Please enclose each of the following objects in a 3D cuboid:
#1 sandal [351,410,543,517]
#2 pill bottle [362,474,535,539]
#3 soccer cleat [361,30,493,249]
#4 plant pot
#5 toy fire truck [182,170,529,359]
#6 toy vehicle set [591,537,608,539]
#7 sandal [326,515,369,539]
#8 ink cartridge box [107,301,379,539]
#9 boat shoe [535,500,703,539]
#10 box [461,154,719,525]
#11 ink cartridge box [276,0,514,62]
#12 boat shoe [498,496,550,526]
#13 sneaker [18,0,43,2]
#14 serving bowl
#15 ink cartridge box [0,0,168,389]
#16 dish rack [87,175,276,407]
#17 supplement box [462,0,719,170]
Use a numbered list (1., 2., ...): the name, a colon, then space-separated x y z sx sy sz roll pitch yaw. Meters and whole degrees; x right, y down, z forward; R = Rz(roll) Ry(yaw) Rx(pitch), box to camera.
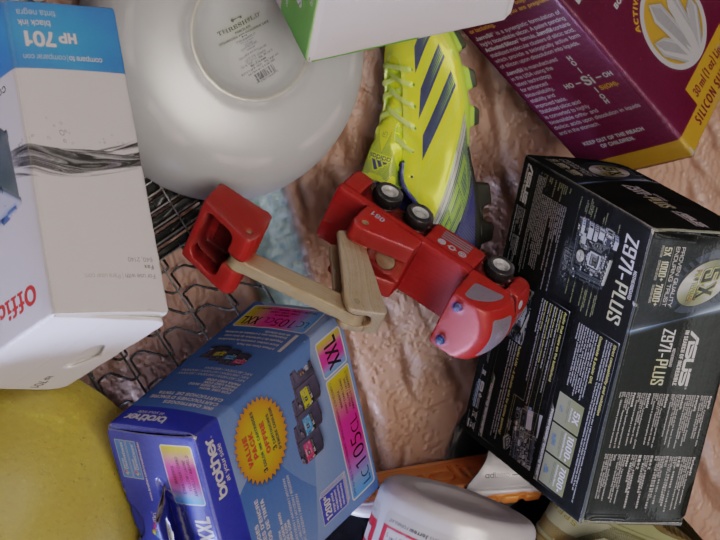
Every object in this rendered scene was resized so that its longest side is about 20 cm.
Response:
1. sandal: 0.078 0.129 1.759 0.205 0.079 0.060 -9 107 -19
2. pill bottle: 0.038 0.248 1.675 0.112 0.112 0.202 15 96 -24
3. soccer cleat: 0.037 -0.096 1.705 0.083 0.065 0.202 -15 106 -15
4. plant pot: -0.216 0.147 1.599 0.200 0.199 0.142 46 59 -23
5. toy fire truck: 0.000 0.000 1.618 0.199 0.141 0.049 34 126 10
6. toy vehicle set: 0.177 0.240 1.769 0.200 0.124 0.027 31 55 -44
7. sandal: -0.042 0.262 1.745 0.043 0.076 0.202 21 82 -25
8. ink cartridge box: -0.080 0.127 1.589 0.200 0.076 0.137 -39 124 -45
9. boat shoe: 0.196 0.196 1.776 0.063 0.073 0.200 -48 140 8
10. box: 0.160 0.044 1.645 0.086 0.164 0.202 4 106 -29
11. ink cartridge box: -0.001 -0.244 1.582 0.144 0.201 0.084 -14 148 -20
12. boat shoe: 0.139 0.182 1.804 0.198 0.062 0.073 -10 103 -21
13. sneaker: -0.202 -0.204 1.538 0.080 0.146 0.201 33 87 -24
14. serving bowl: -0.082 -0.147 1.618 0.199 0.066 0.202 2 86 -24
15. ink cartridge box: -0.201 -0.043 1.523 0.085 0.146 0.202 2 68 -37
16. dish rack: -0.128 0.036 1.671 0.153 0.054 0.201 -35 110 -14
17. supplement box: 0.158 -0.181 1.694 0.200 0.103 0.131 45 58 -24
